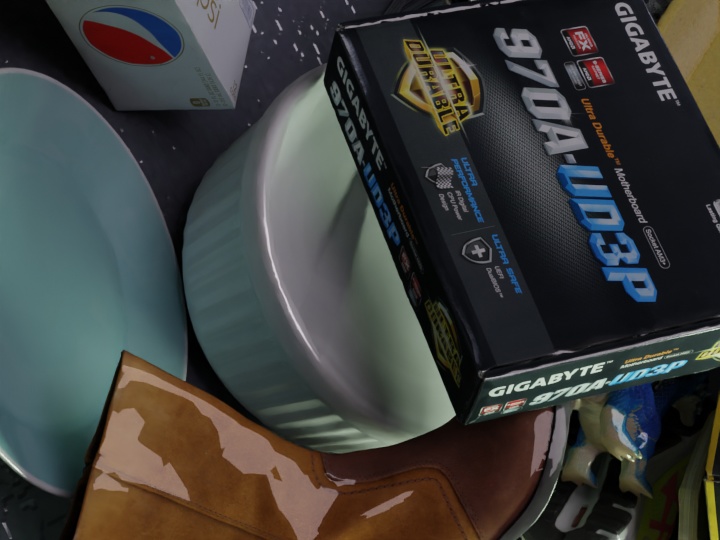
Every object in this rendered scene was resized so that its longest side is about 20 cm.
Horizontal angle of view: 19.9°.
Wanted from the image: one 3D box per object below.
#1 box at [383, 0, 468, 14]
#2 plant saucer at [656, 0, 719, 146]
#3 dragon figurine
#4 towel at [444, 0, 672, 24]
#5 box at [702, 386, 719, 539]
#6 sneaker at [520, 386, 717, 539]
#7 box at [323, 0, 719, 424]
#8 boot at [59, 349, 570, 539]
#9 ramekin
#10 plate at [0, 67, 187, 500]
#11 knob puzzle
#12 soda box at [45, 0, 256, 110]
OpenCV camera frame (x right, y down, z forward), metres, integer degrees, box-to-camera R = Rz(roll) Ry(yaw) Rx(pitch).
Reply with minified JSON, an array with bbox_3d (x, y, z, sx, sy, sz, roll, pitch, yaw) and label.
[{"bbox_3d":[0.124,-0.121,1.180,0.200,0.105,0.184,44,53,-17],"label":"box"},{"bbox_3d":[0.230,-0.060,1.063,0.200,0.048,0.200,30,50,8],"label":"plant saucer"},{"bbox_3d":[0.129,0.050,1.038,0.200,0.059,0.100,52,50,-56],"label":"dragon figurine"},{"bbox_3d":[0.148,-0.104,1.101,0.200,0.035,0.193,-28,93,-40],"label":"towel"},{"bbox_3d":[0.223,0.079,1.093,0.160,0.049,0.200,76,25,-48],"label":"box"},{"bbox_3d":[0.140,0.132,1.129,0.200,0.078,0.090,-41,132,-49],"label":"sneaker"},{"bbox_3d":[0.088,-0.037,0.949,0.159,0.046,0.200,-11,60,-18],"label":"box"},{"bbox_3d":[-0.019,0.081,0.924,0.200,0.068,0.188,23,90,-12],"label":"boot"},{"bbox_3d":[0.000,0.000,1.035,0.202,0.094,0.203,17,64,-38],"label":"ramekin"},{"bbox_3d":[-0.144,0.007,0.935,0.200,0.026,0.200,35,47,-51],"label":"plate"},{"bbox_3d":[0.184,0.163,1.117,0.220,0.030,0.220,3,90,-70],"label":"knob puzzle"},{"bbox_3d":[-0.113,-0.153,0.957,0.200,0.068,0.064,63,32,-57],"label":"soda box"}]
